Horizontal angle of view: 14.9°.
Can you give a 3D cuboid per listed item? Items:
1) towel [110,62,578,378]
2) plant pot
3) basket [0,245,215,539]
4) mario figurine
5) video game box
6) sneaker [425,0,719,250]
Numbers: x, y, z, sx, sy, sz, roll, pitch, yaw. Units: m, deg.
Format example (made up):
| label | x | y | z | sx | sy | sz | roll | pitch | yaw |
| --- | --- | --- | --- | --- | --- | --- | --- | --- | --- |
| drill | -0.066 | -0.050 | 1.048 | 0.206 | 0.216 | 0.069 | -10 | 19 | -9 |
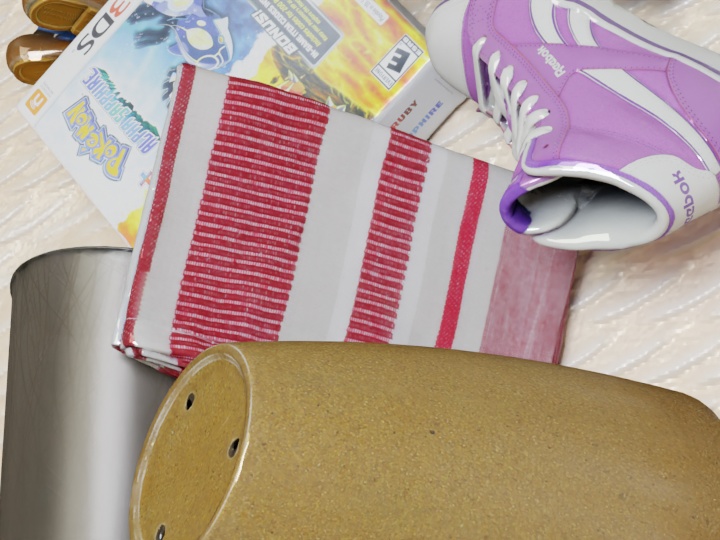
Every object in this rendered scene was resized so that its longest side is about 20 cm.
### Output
| label | x | y | z | sx | sy | sz | roll | pitch | yaw |
| --- | --- | --- | --- | --- | --- | --- | --- | --- | --- |
| towel | 0.000 | 0.000 | 1.207 | 0.023 | 0.200 | 0.144 | 140 | 145 | -62 |
| plant pot | 0.018 | 0.105 | 1.077 | 0.186 | 0.200 | 0.187 | -41 | 37 | 42 |
| basket | -0.098 | 0.115 | 1.232 | 0.136 | 0.180 | 0.201 | -2 | 68 | 19 |
| mario figurine | -0.186 | -0.204 | 1.534 | 0.123 | 0.106 | 0.200 | -27 | 50 | 29 |
| video game box | -0.063 | -0.089 | 1.395 | 0.182 | 0.047 | 0.200 | -49 | 51 | 8 |
| sneaker | 0.079 | -0.069 | 1.219 | 0.114 | 0.073 | 0.200 | -36 | 39 | -29 |
